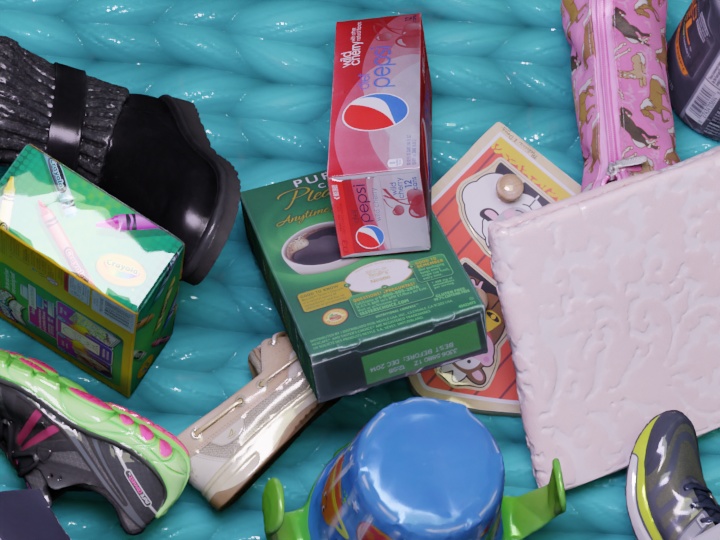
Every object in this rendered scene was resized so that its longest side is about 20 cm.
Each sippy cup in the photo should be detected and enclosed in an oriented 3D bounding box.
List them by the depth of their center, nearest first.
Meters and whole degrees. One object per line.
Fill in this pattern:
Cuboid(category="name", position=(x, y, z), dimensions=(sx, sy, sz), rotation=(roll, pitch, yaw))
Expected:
Cuboid(category="sippy cup", position=(0.036, 0.149, 1.607), dimensions=(0.178, 0.130, 0.140), rotation=(-38, 75, -23))

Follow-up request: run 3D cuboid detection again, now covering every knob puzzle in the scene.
Cuboid(category="knob puzzle", position=(0.104, 0.014, 1.726), dimensions=(0.219, 0.030, 0.221), rotation=(3, 70, -7))

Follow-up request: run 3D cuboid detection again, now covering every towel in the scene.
Cuboid(category="towel", position=(0.186, 0.032, 1.672), dimensions=(0.190, 0.032, 0.201), rotation=(-20, 113, -16))

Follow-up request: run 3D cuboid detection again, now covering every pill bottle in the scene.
Cuboid(category="pill bottle", position=(0.284, -0.174, 1.730), dimensions=(0.106, 0.200, 0.107), rotation=(3, 69, -7))

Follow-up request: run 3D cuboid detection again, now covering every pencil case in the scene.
Cuboid(category="pencil case", position=(0.185, -0.115, 1.746), dimensions=(0.082, 0.087, 0.201), rotation=(10, 60, -19))

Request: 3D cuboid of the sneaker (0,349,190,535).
Cuboid(category="sneaker", position=(-0.210, 0.109, 1.620), dimensions=(0.199, 0.077, 0.084), rotation=(27, 92, 17))

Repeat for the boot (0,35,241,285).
Cuboid(category="boot", position=(-0.176, -0.072, 1.630), dimensions=(0.157, 0.211, 0.080), rotation=(18, 109, -26))

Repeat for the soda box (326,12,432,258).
Cuboid(category="soda box", position=(0.014, -0.095, 1.678), dimensions=(0.063, 0.070, 0.200), rotation=(-6, 35, 6))

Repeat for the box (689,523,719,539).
Cuboid(category="box", position=(0.207, 0.262, 1.552), dimensions=(0.106, 0.200, 0.153), rotation=(0, 62, -57))

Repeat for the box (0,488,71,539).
Cuboid(category="box", position=(-0.239, 0.264, 1.504), dimensions=(0.200, 0.104, 0.182), rotation=(-39, 77, 11))

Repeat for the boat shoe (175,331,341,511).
Cuboid(category="boat shoe", position=(-0.047, 0.071, 1.664), dimensions=(0.065, 0.072, 0.200), rotation=(43, 76, 7))

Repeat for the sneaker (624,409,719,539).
Cuboid(category="sneaker", position=(0.236, 0.188, 1.644), dimensions=(0.074, 0.081, 0.201), rotation=(5, 69, -51))

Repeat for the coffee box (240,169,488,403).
Cuboid(category="coffee box", position=(0.000, 0.000, 1.650), dimensions=(0.123, 0.044, 0.200), rotation=(-16, 37, -9))

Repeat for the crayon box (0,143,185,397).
Cuboid(category="crayon box", position=(-0.181, 0.004, 1.598), dimensions=(0.119, 0.200, 0.058), rotation=(32, 71, 4))
